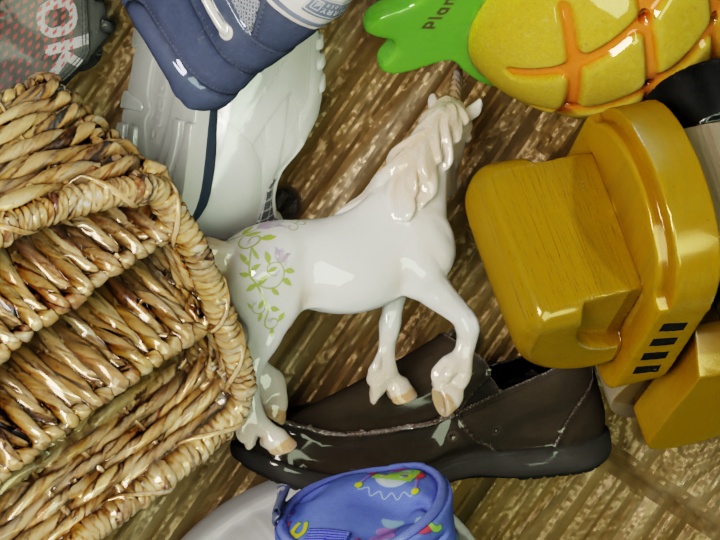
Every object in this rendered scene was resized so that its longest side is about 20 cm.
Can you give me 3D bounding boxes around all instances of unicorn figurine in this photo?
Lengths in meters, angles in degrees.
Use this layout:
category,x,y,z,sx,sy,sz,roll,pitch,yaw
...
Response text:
category,x,y,z,sx,sy,sz,roll,pitch,yaw
unicorn figurine,0.000,0.000,1.326,0.200,0.074,0.138,-18,109,-37

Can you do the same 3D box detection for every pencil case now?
category,x,y,z,sx,sy,sz,roll,pitch,yaw
pencil case,0.017,0.184,1.326,0.087,0.078,0.200,-35,122,-43

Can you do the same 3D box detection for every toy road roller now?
category,x,y,z,sx,sy,sz,roll,pitch,yaw
toy road roller,0.116,-0.001,1.344,0.146,0.123,0.200,-11,156,-17

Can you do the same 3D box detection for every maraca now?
category,x,y,z,sx,sy,sz,roll,pitch,yaw
maraca,0.094,-0.125,1.337,0.200,0.107,0.137,-2,143,-35

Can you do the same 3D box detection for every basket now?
category,x,y,z,sx,sy,sz,roll,pitch,yaw
basket,-0.150,0.035,1.191,0.200,0.149,0.143,-36,162,-23

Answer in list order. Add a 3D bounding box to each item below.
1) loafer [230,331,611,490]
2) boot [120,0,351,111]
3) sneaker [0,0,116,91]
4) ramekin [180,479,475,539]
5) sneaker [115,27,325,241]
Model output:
category,x,y,z,sx,sy,sz,roll,pitch,yaw
loafer,0.029,0.063,1.409,0.200,0.073,0.071,-5,103,-31
boot,-0.081,-0.169,1.243,0.090,0.200,0.073,-38,156,30
sneaker,-0.146,-0.135,1.258,0.098,0.071,0.201,15,94,-40
ramekin,-0.008,0.203,1.421,0.202,0.094,0.203,-7,109,-21
sneaker,-0.050,-0.110,1.316,0.080,0.076,0.200,4,110,-39
